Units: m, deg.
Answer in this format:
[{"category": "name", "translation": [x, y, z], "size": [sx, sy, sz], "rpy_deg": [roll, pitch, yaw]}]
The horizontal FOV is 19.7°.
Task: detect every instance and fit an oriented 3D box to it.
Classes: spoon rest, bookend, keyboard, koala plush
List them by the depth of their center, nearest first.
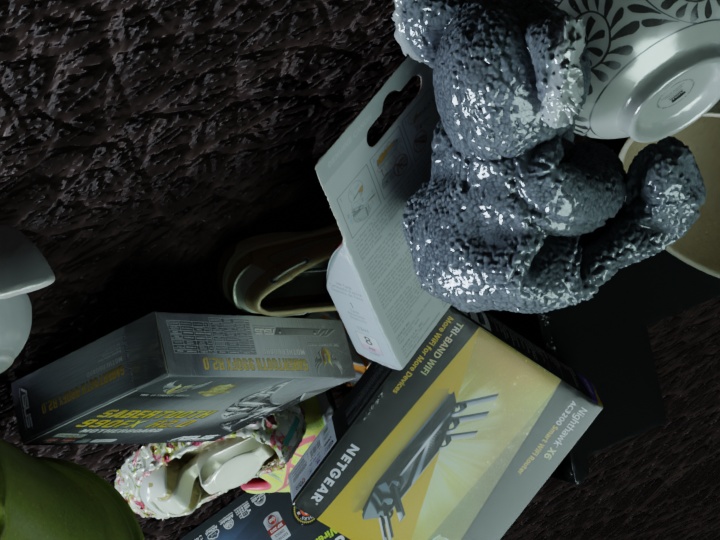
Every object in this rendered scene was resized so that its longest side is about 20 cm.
[{"category": "koala plush", "translation": [0.099, -0.092, 1.309], "size": [0.183, 0.177, 0.201], "rpy_deg": [-37, 138, -24]}, {"category": "spoon rest", "translation": [-0.244, 0.023, 1.324], "size": [0.099, 0.061, 0.200], "rpy_deg": [-16, 165, -29]}, {"category": "keyboard", "translation": [-0.076, 0.023, 1.530], "size": [0.199, 0.040, 0.104], "rpy_deg": [-21, 153, -21]}, {"category": "bookend", "translation": [0.209, 0.040, 1.696], "size": [0.199, 0.200, 0.092], "rpy_deg": [-21, -166, -25]}]

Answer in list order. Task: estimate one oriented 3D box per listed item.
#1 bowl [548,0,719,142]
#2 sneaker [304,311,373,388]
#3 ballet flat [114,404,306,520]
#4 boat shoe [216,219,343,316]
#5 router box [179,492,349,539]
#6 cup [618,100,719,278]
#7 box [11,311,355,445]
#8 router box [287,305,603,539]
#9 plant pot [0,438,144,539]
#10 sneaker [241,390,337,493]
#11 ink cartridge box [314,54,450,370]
[{"category": "bowl", "translation": [0.202, -0.154, 1.458], "size": [0.200, 0.095, 0.201], "rpy_deg": [-27, 156, -13]}, {"category": "sneaker", "translation": [0.008, 0.067, 1.673], "size": [0.077, 0.079, 0.199], "rpy_deg": [-37, 157, 28]}, {"category": "ballet flat", "translation": [-0.127, 0.156, 1.650], "size": [0.199, 0.064, 0.076], "rpy_deg": [-32, 118, 30]}, {"category": "boat shoe", "translation": [0.000, 0.000, 1.494], "size": [0.199, 0.076, 0.072], "rpy_deg": [-18, 119, -23]}, {"category": "router box", "translation": [-0.079, 0.280, 1.879], "size": [0.199, 0.150, 0.062], "rpy_deg": [-37, 155, 11]}, {"category": "cup", "translation": [0.313, -0.103, 1.596], "size": [0.201, 0.199, 0.144], "rpy_deg": [101, 14, -59]}, {"category": "box", "translation": [-0.126, 0.080, 1.501], "size": [0.158, 0.049, 0.199], "rpy_deg": [-25, 162, 36]}, {"category": "router box", "translation": [0.063, 0.131, 1.592], "size": [0.157, 0.052, 0.201], "rpy_deg": [32, 105, -17]}, {"category": "plant pot", "translation": [-0.262, 0.188, 1.392], "size": [0.199, 0.201, 0.184], "rpy_deg": [-31, 150, -2]}, {"category": "sneaker", "translation": [-0.067, 0.132, 1.710], "size": [0.089, 0.079, 0.201], "rpy_deg": [-11, 145, -11]}, {"category": "ink cartridge box", "translation": [0.029, -0.057, 1.410], "size": [0.163, 0.057, 0.201], "rpy_deg": [-51, 136, -26]}]
